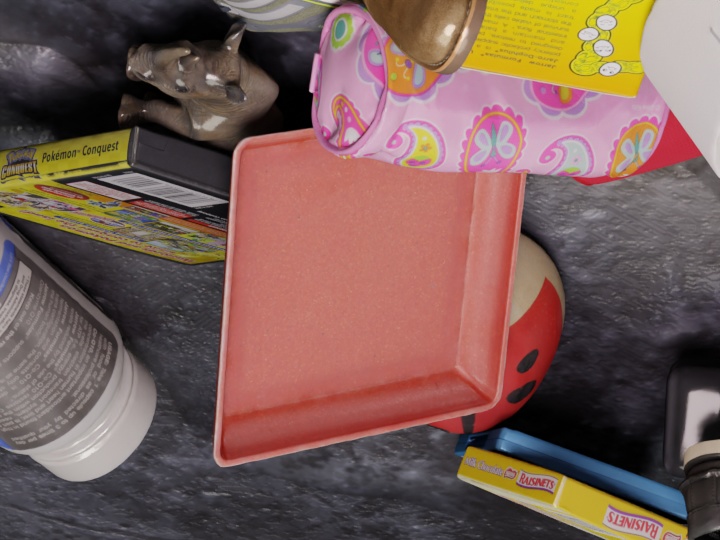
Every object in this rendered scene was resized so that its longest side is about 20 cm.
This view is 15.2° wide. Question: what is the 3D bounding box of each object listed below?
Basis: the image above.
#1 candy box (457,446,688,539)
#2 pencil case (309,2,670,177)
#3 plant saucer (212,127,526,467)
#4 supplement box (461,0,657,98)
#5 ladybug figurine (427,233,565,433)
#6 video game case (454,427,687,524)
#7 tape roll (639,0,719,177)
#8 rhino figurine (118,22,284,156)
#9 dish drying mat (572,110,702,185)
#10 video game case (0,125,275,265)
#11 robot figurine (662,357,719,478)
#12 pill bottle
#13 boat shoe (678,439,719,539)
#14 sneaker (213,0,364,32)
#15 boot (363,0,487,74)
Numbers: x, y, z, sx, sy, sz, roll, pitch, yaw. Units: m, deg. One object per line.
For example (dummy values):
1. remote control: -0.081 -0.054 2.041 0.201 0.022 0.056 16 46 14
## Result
1. candy box: 0.166 0.160 1.713 0.200 0.027 0.102 24 175 -35
2. pencil case: 0.071 -0.095 1.445 0.199 0.088 0.087 1 154 -33
3. plant saucer: 0.000 0.000 1.547 0.199 0.037 0.201 -10 117 -31
4. supplement box: 0.109 -0.192 1.319 0.109 0.109 0.200 10 147 -4
5. ladybug figurine: 0.064 0.044 1.698 0.135 0.072 0.200 -8 148 3
6. video game case: 0.143 0.137 1.789 0.143 0.018 0.200 21 174 -4
7. tape roll: 0.238 -0.130 1.327 0.202 0.071 0.203 -26 156 -13
8. rhino figurine: -0.088 -0.098 1.500 0.087 0.060 0.200 4 169 2
9. dish drying mat: 0.194 -0.095 1.530 0.199 0.018 0.077 -19 137 33
10. video game case: -0.114 -0.040 1.583 0.200 0.026 0.180 16 164 -42
11. robot figurine: 0.292 0.100 1.703 0.199 0.151 0.125 3 133 7
12. pill bottle: -0.224 0.048 1.741 0.113 0.114 0.200 -13 141 28
13. boat shoe: 0.267 0.170 1.650 0.074 0.063 0.201 -23 140 39
14. sneaker: -0.069 -0.164 1.434 0.199 0.074 0.081 16 149 -9
15. boot: 0.000 -0.161 1.306 0.075 0.200 0.074 13 119 -31
